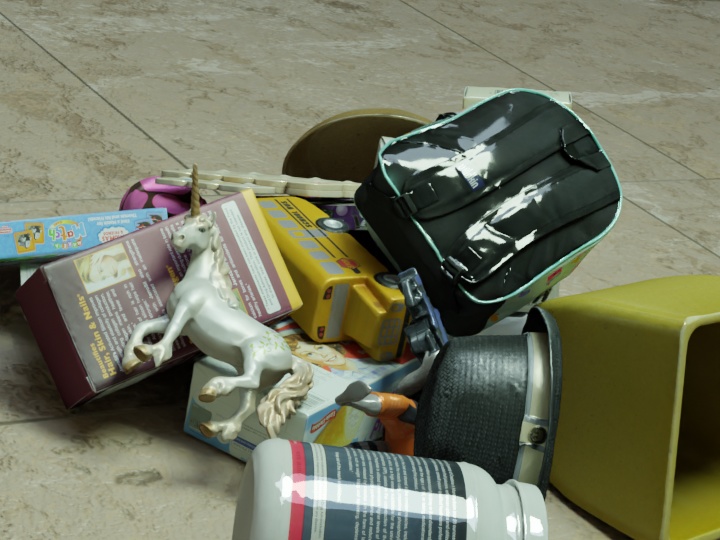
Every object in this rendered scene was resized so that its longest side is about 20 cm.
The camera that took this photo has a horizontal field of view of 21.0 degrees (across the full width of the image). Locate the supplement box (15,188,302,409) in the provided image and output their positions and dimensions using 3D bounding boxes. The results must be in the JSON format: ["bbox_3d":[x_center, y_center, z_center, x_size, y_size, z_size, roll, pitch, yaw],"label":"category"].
[{"bbox_3d":[-0.164,0.023,1.587,0.200,0.111,0.086,-22,-5,-28],"label":"supplement box"}]

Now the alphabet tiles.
[{"bbox_3d":[-0.089,-0.083,1.830,0.200,0.015,0.195,7,5,38],"label":"alphabet tiles"}]

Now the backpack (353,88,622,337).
[{"bbox_3d":[0.114,-0.053,1.661,0.200,0.153,0.176,-32,77,-20],"label":"backpack"}]

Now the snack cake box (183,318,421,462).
[{"bbox_3d":[-0.042,0.099,1.620,0.115,0.067,0.200,23,24,26],"label":"snack cake box"}]

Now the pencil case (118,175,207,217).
[{"bbox_3d":[-0.160,-0.024,1.838,0.093,0.091,0.200,-28,35,-11],"label":"pencil case"}]

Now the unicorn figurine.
[{"bbox_3d":[-0.117,0.041,1.515,0.200,0.074,0.137,47,54,-4],"label":"unicorn figurine"}]

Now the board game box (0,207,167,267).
[{"bbox_3d":[-0.295,-0.025,1.745,0.200,0.037,0.151,-8,0,-39],"label":"board game box"}]

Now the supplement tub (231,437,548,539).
[{"bbox_3d":[0.016,0.194,1.320,0.199,0.141,0.140,8,22,-8],"label":"supplement tub"}]

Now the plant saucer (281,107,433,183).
[{"bbox_3d":[0.019,-0.110,2.002,0.199,0.200,0.036,8,54,-9],"label":"plant saucer"}]

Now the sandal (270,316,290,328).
[{"bbox_3d":[-0.134,0.013,1.699,0.202,0.050,0.082,15,12,-26],"label":"sandal"}]

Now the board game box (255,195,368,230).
[{"bbox_3d":[-0.020,-0.054,1.815,0.199,0.032,0.120,0,2,2],"label":"board game box"}]

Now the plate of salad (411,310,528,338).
[{"bbox_3d":[0.088,0.055,1.823,0.199,0.048,0.200,2,14,0],"label":"plate of salad"}]

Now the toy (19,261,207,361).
[{"bbox_3d":[-0.199,0.054,1.674,0.199,0.047,0.115,11,21,-17],"label":"toy"}]

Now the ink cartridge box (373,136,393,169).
[{"bbox_3d":[0.103,-0.044,1.939,0.199,0.147,0.083,9,21,-8],"label":"ink cartridge box"}]

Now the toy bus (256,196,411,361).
[{"bbox_3d":[-0.032,0.006,1.670,0.078,0.065,0.200,-3,29,-31],"label":"toy bus"}]

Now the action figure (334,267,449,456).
[{"bbox_3d":[0.034,0.108,1.562,0.104,0.201,0.193,-24,-5,29],"label":"action figure"}]

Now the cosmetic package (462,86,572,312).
[{"bbox_3d":[0.141,-0.067,1.808,0.103,0.201,0.073,3,13,5],"label":"cosmetic package"}]

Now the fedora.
[{"bbox_3d":[0.089,0.122,1.457,0.091,0.201,0.201,9,22,-4],"label":"fedora"}]

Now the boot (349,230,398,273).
[{"bbox_3d":[0.000,-0.001,1.793,0.162,0.074,0.198,-6,14,-18],"label":"boot"}]

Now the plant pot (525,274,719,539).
[{"bbox_3d":[0.242,0.100,1.624,0.195,0.195,0.200,-10,19,-43],"label":"plant pot"}]
